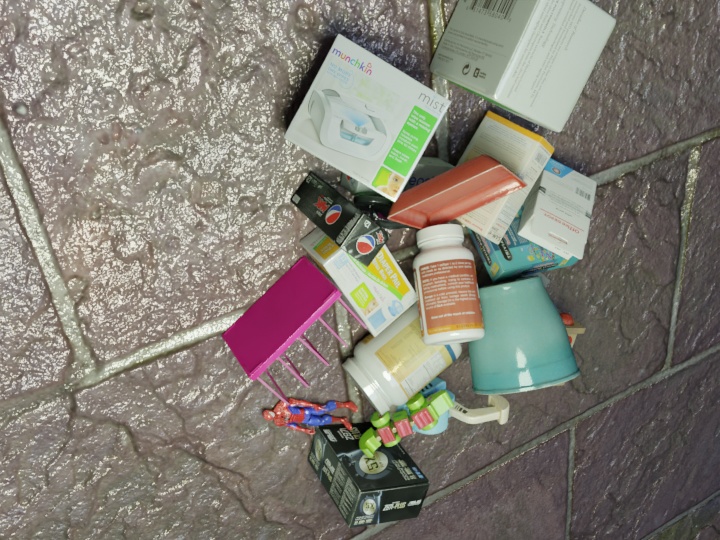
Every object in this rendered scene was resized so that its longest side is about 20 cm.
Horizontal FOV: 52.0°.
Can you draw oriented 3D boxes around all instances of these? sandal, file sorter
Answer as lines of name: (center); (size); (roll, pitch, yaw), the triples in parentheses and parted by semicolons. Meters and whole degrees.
sandal: (0.056, -0.089, 1.272); (0.200, 0.075, 0.049); (19, 75, -57)
file sorter: (-0.108, 0.108, 1.271); (0.200, 0.139, 0.126); (-44, 129, -4)

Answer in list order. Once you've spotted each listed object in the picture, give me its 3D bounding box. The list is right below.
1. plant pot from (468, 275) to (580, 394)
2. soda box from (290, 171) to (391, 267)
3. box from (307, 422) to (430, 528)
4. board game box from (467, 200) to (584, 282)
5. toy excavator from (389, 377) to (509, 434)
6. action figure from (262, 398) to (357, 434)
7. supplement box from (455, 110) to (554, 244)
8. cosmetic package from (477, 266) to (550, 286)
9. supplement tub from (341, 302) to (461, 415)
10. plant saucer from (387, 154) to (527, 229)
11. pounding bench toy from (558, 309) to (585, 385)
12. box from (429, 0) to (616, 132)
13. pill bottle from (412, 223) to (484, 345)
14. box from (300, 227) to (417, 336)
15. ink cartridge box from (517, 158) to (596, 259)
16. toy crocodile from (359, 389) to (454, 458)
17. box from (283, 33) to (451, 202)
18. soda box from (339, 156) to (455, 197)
plant pot: (0.287, 0.112, 1.360); (0.198, 0.200, 0.190); (-10, 88, -26)
soda box: (-0.035, -0.085, 1.176); (0.071, 0.200, 0.064); (35, 96, -38)
box: (0.012, 0.394, 1.449); (0.162, 0.200, 0.087); (4, 114, -31)
board game box: (0.314, -0.069, 1.429); (0.198, 0.152, 0.047); (-11, 155, -25)
toy excavator: (0.173, 0.281, 1.492); (0.193, 0.199, 0.101); (-21, 124, -37)
action figure: (-0.098, 0.280, 1.424); (0.198, 0.052, 0.066); (8, 113, -31)
supplement box: (0.241, -0.168, 1.339); (0.073, 0.126, 0.201); (18, 105, -56)
cosmetic package: (0.279, 0.062, 1.501); (0.090, 0.107, 0.201); (27, 97, -38)
supplement tub: (0.078, 0.164, 1.407); (0.199, 0.145, 0.145); (-39, 128, -8)
plant saucer: (0.159, -0.129, 1.214); (0.199, 0.037, 0.199); (-23, 168, 22)
pounding bench toy: (0.353, 0.148, 1.577); (0.198, 0.124, 0.157); (3, 112, -32)
box: (0.259, -0.368, 1.209); (0.170, 0.199, 0.202); (13, 108, -35)
pill bottle: (0.152, 0.026, 1.305); (0.111, 0.112, 0.202); (0, 78, -31)
box: (0.000, 0.000, 1.303); (0.112, 0.101, 0.200); (-40, 128, -6)
ink cartridge box: (0.371, -0.104, 1.401); (0.115, 0.201, 0.068); (26, 145, -5)
toy crocodile: (0.086, 0.291, 1.413); (0.199, 0.062, 0.068); (-26, 107, 4)
box: (0.010, -0.234, 1.144); (0.199, 0.097, 0.177); (30, 99, -6)
soda box: (0.067, -0.164, 1.284); (0.198, 0.063, 0.069); (0, 113, -31)
